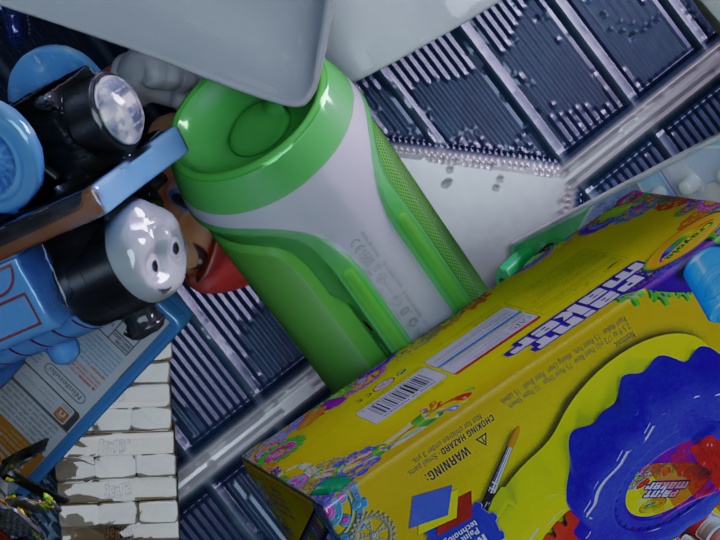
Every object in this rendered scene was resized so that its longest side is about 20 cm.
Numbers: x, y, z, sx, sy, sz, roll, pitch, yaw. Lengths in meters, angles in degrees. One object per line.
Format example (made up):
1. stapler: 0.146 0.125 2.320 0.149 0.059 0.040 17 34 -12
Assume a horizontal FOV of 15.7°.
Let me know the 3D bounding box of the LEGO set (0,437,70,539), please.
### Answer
1. LEGO set: -0.165 0.139 1.058 0.199 0.116 0.154 -24 127 38

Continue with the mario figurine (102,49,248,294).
1. mario figurine: -0.127 -0.036 1.107 0.199 0.124 0.106 11 54 2

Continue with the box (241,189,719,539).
1. box: 0.096 0.105 1.015 0.199 0.122 0.193 -34 104 -12

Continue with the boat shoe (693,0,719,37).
1. boat shoe: 0.152 -0.147 1.053 0.071 0.201 0.070 -33 133 8

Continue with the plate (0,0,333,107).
1. plate: -0.082 -0.185 1.000 0.199 0.032 0.201 20 113 19

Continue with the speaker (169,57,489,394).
1. speaker: 0.000 0.000 1.077 0.088 0.089 0.200 -37 130 -1

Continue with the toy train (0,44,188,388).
1. toy train: -0.152 -0.008 1.023 0.199 0.087 0.115 -21 104 31

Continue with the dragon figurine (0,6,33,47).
1. dragon figurine: -0.148 -0.183 1.105 0.058 0.099 0.201 8 88 -4

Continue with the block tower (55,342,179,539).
1. block tower: -0.105 0.119 1.148 0.057 0.054 0.201 -2 93 -4

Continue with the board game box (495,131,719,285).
1. board game box: 0.170 0.046 1.104 0.026 0.200 0.200 -38 97 -40

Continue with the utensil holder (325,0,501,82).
1. utensil holder: -0.005 -0.194 1.083 0.169 0.170 0.201 -29 96 -2

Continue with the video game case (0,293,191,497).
1. video game case: -0.183 0.035 1.110 0.143 0.018 0.200 44 116 -1
